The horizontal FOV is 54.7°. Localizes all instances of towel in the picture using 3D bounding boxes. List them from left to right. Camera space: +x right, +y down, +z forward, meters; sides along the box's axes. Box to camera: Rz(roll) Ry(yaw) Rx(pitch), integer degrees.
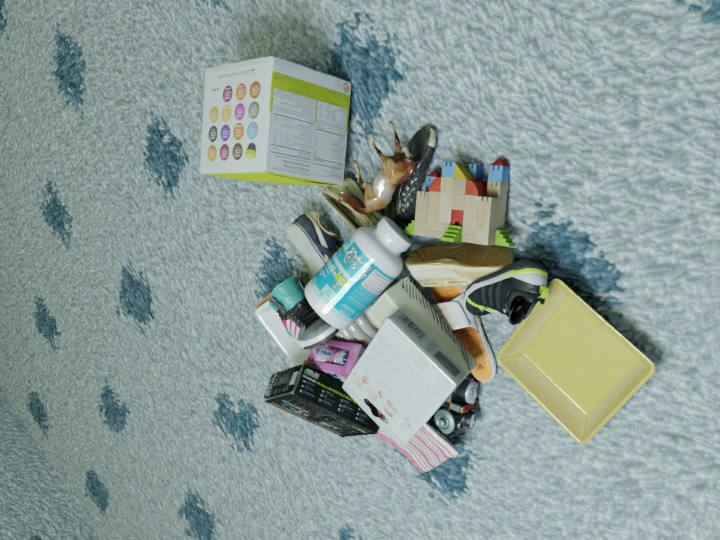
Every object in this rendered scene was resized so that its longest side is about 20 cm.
[{"bbox_3d":[0.100,0.328,1.345,0.146,0.030,0.200,39,153,5],"label":"towel"}]

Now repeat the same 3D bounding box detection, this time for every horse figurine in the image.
[{"bbox_3d":[0.034,-0.168,1.246,0.201,0.049,0.134,-51,51,38],"label":"horse figurine"}]

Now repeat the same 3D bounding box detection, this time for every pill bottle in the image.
[{"bbox_3d":[0.000,0.000,1.240,0.200,0.110,0.111,-47,70,13],"label":"pill bottle"}]

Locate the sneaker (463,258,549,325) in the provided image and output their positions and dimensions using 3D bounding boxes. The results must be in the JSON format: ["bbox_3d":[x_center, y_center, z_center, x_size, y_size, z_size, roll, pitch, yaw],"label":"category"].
[{"bbox_3d":[0.231,0.050,1.132,0.200,0.071,0.084,137,139,-57],"label":"sneaker"}]

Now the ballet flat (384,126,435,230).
[{"bbox_3d":[0.095,-0.162,1.249,0.067,0.056,0.203,57,136,50],"label":"ballet flat"}]

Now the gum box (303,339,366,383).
[{"bbox_3d":[-0.018,0.205,1.368,0.112,0.067,0.200,4,151,31],"label":"gum box"}]

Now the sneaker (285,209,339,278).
[{"bbox_3d":[-0.073,-0.031,1.429,0.078,0.079,0.202,12,137,48],"label":"sneaker"}]

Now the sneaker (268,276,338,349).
[{"bbox_3d":[-0.112,0.073,1.315,0.122,0.083,0.199,63,158,-12],"label":"sneaker"}]

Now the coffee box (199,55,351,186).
[{"bbox_3d":[-0.159,-0.267,1.303,0.198,0.198,0.202,6,93,42],"label":"coffee box"}]

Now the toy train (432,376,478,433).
[{"bbox_3d":[0.135,0.228,1.319,0.198,0.085,0.116,16,106,38],"label":"toy train"}]

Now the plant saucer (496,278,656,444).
[{"bbox_3d":[0.342,0.140,1.112,0.200,0.048,0.202,45,130,22],"label":"plant saucer"}]

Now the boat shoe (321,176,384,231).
[{"bbox_3d":[0.002,-0.090,1.326,0.202,0.063,0.073,55,154,16],"label":"boat shoe"}]

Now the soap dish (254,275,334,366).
[{"bbox_3d":[-0.118,0.117,1.485,0.201,0.081,0.157,52,135,-6],"label":"soap dish"}]

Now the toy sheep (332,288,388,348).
[{"bbox_3d":[0.012,0.083,1.350,0.199,0.137,0.139,-36,80,37],"label":"toy sheep"}]

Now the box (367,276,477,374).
[{"bbox_3d":[0.107,0.118,1.226,0.201,0.068,0.082,51,140,8],"label":"box"}]

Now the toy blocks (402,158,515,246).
[{"bbox_3d":[0.167,-0.121,1.166,0.198,0.099,0.139,10,100,40],"label":"toy blocks"}]

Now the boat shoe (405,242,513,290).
[{"bbox_3d":[0.176,-0.002,1.210,0.197,0.074,0.070,2,129,34],"label":"boat shoe"}]

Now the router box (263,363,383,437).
[{"bbox_3d":[-0.071,0.258,1.357,0.198,0.063,0.149,30,152,-20],"label":"router box"}]

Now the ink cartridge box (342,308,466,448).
[{"bbox_3d":[0.071,0.190,1.205,0.160,0.047,0.201,43,130,14],"label":"ink cartridge box"}]

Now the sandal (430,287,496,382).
[{"bbox_3d":[0.179,0.108,1.246,0.079,0.059,0.209,-31,83,44],"label":"sandal"}]
